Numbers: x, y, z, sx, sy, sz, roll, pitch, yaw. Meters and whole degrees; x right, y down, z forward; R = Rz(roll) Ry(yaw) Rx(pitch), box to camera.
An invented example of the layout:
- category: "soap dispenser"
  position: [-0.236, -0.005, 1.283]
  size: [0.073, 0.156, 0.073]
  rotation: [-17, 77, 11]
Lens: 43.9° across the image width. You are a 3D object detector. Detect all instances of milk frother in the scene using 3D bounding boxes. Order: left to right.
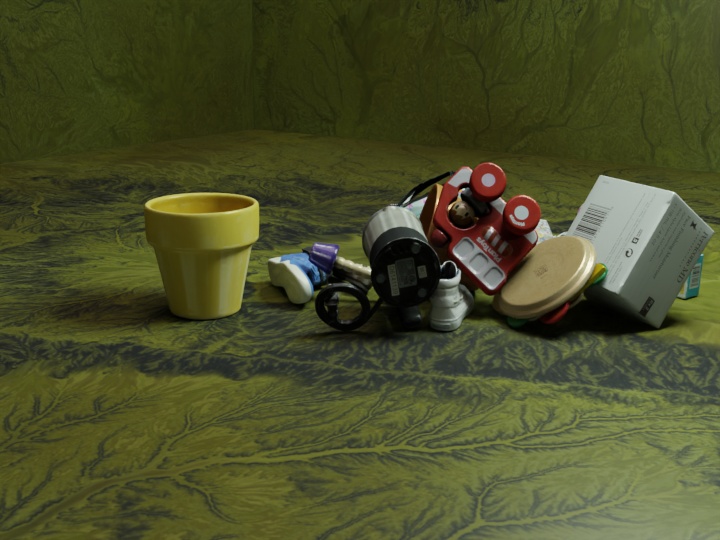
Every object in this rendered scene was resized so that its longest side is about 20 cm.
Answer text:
- category: "milk frother"
  position: [0.022, -0.001, 1.519]
  size: [0.195, 0.185, 0.189]
  rotation: [6, 18, -7]

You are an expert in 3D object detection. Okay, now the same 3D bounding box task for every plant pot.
- category: "plant pot"
  position: [-0.275, -0.025, 1.567]
  size: [0.195, 0.194, 0.201]
  rotation: [1, 16, 0]
- category: "plant pot"
  position: [0.178, -0.047, 1.720]
  size: [0.137, 0.204, 0.200]
  rotation: [17, 14, -5]

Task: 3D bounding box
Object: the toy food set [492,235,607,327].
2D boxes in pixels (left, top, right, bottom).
- category: "toy food set"
  position: [0.322, 0.019, 1.543]
  size: [0.199, 0.049, 0.198]
  rotation: [-40, 24, -1]

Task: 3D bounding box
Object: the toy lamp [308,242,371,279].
- category: "toy lamp"
  position: [0.000, 0.000, 1.643]
  size: [0.196, 0.059, 0.058]
  rotation: [22, 15, -2]

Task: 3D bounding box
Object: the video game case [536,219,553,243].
- category: "video game case"
  position: [0.326, -0.070, 1.830]
  size: [0.139, 0.018, 0.201]
  rotation: [7, 23, 0]

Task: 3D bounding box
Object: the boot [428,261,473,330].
- category: "boot"
  position: [0.162, 0.030, 1.573]
  size: [0.072, 0.098, 0.200]
  rotation: [4, 15, 11]

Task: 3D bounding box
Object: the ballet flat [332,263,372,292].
- category: "ballet flat"
  position: [-0.036, -0.009, 1.756]
  size: [0.067, 0.047, 0.199]
  rotation: [33, -5, -37]

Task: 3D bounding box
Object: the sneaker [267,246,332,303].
- category: "sneaker"
  position: [-0.098, 0.005, 1.684]
  size: [0.109, 0.079, 0.199]
  rotation: [-15, 13, -19]

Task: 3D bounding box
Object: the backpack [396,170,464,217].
- category: "backpack"
  position: [0.163, -0.112, 1.927]
  size: [0.197, 0.128, 0.168]
  rotation: [-24, -25, -9]

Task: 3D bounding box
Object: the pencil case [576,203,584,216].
- category: "pencil case"
  position: [0.594, -0.115, 2.169]
  size: [0.082, 0.088, 0.200]
  rotation: [30, 11, -12]

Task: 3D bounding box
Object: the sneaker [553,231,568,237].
- category: "sneaker"
  position: [0.387, -0.044, 1.900]
  size: [0.112, 0.077, 0.200]
  rotation: [10, 21, 21]

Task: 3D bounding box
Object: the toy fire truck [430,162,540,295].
- category: "toy fire truck"
  position: [0.213, -0.079, 1.582]
  size: [0.200, 0.168, 0.112]
  rotation: [44, -11, 11]

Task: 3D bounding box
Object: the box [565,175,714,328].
- category: "box"
  position: [0.473, -0.037, 1.582]
  size: [0.130, 0.202, 0.199]
  rotation: [31, -1, -29]

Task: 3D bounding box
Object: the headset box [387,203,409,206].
- category: "headset box"
  position: [0.142, -0.107, 2.117]
  size: [0.145, 0.077, 0.200]
  rotation: [0, 15, -6]

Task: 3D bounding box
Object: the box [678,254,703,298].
- category: "box"
  position: [0.577, -0.009, 1.777]
  size: [0.048, 0.084, 0.198]
  rotation: [-8, 18, -36]
